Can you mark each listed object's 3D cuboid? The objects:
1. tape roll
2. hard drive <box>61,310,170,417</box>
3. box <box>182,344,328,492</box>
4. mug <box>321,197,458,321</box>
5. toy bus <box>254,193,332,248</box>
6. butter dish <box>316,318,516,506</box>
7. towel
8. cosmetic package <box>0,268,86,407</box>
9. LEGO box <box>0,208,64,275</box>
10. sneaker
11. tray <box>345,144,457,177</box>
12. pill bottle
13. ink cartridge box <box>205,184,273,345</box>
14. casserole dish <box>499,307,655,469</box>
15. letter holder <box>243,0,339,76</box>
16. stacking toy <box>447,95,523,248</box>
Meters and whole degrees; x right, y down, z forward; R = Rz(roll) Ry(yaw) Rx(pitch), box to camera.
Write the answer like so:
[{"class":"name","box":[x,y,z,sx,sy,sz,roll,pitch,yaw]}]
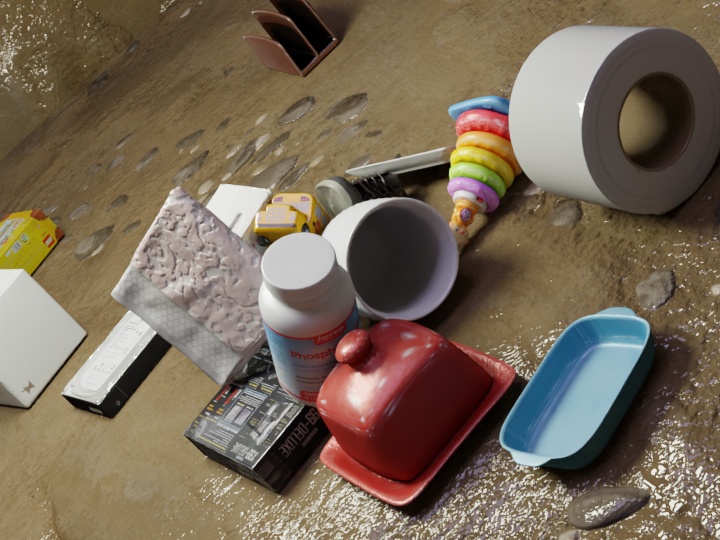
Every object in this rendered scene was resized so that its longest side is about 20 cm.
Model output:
[{"class":"tape roll","box":[0.285,-0.170,1.495,0.203,0.203,0.139,-47,27,-13]},{"class":"hard drive","box":[-0.358,0.130,2.056,0.140,0.038,0.200,5,51,54]},{"class":"box","box":[-0.114,0.176,1.658,0.158,0.050,0.200,-50,28,-18]},{"class":"mug","box":[0.000,0.000,1.656,0.200,0.148,0.175,-36,13,-16]},{"class":"toy bus","box":[-0.073,-0.042,1.765,0.065,0.200,0.079,1,69,20]},{"class":"butter dish","box":[0.029,0.123,1.447,0.200,0.148,0.200,-47,27,-14]},{"class":"towel","box":[-0.195,0.025,1.665,0.191,0.200,0.032,-52,-3,32]},{"class":"cosmetic package","box":[-0.605,0.112,2.255,0.200,0.167,0.167,-1,46,50]},{"class":"LEGO box","box":[-0.707,-0.022,2.683,0.149,0.077,0.200,-4,45,50]},{"class":"sneaker","box":[0.004,-0.106,1.812,0.106,0.075,0.200,-40,-11,-5]},{"class":"tray","box":[0.083,-0.153,1.885,0.107,0.022,0.200,-17,6,-44]},{"class":"pill bottle","box":[-0.055,0.055,1.512,0.108,0.200,0.109,-5,49,5]},{"class":"ink cartridge box","box":[-0.156,0.007,1.783,0.084,0.200,0.146,10,50,23]},{"class":"casserole dish","box":[0.219,0.122,1.324,0.121,0.039,0.200,0,47,52]},{"class":"letter holder","box":[-0.153,-0.462,2.553,0.101,0.142,0.200,-45,28,-9]},{"class":"stacking toy","box":[0.149,-0.115,1.718,0.110,0.116,0.201,-5,55,53]}]
